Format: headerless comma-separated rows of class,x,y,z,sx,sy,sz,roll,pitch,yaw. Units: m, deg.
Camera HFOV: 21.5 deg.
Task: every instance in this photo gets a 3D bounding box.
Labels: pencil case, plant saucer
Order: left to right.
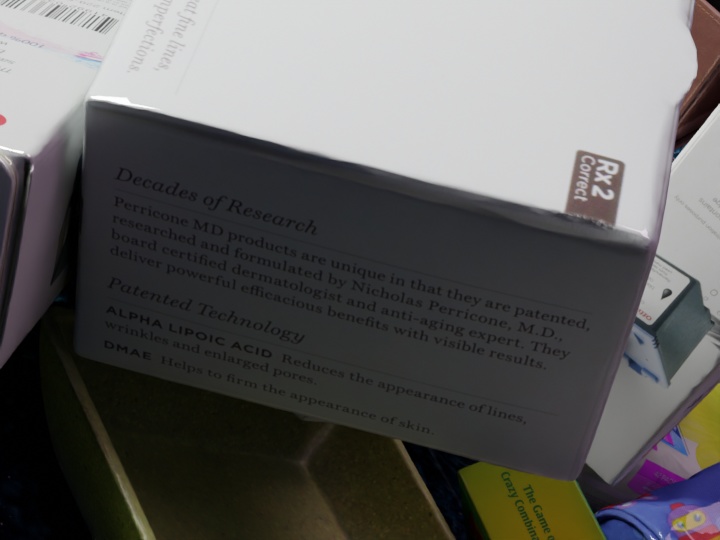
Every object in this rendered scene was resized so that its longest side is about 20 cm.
plant saucer,-0.032,0.117,0.744,0.200,0.048,0.200,16,36,-50
pencil case,0.210,0.129,0.999,0.199,0.087,0.078,-21,64,-27

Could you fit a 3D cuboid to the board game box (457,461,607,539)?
board game box,0.102,0.181,0.799,0.102,0.047,0.200,80,-12,-50

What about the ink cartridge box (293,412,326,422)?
ink cartridge box,-0.060,0.001,0.819,0.200,0.039,0.099,33,12,29

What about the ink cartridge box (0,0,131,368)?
ink cartridge box,-0.164,-0.054,0.696,0.145,0.088,0.200,15,22,3

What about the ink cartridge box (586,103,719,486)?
ink cartridge box,0.179,-0.005,0.959,0.086,0.200,0.146,42,34,12

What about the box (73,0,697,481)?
box,0.015,-0.053,0.719,0.199,0.131,0.199,14,45,3

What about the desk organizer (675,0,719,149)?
desk organizer,0.105,-0.154,0.916,0.200,0.077,0.072,44,37,15

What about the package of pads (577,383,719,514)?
package of pads,0.152,0.072,1.110,0.154,0.068,0.200,28,29,-33
